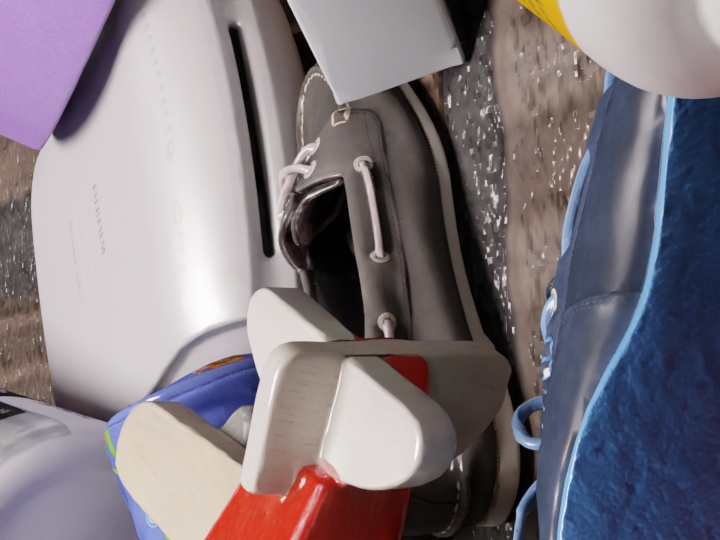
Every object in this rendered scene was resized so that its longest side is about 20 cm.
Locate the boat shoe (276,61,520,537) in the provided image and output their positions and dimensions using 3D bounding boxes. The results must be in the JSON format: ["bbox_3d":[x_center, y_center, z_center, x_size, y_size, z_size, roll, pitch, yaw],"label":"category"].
[{"bbox_3d":[0.000,0.000,0.905,0.067,0.057,0.200,112,149,-46],"label":"boat shoe"}]

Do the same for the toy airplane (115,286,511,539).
[{"bbox_3d":[-0.009,0.107,0.783,0.199,0.141,0.200,-27,50,39],"label":"toy airplane"}]

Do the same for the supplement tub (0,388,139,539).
[{"bbox_3d":[-0.157,0.103,1.043,0.200,0.122,0.123,12,102,53],"label":"supplement tub"}]

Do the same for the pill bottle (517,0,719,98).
[{"bbox_3d":[0.066,-0.109,0.624,0.200,0.113,0.113,43,131,37],"label":"pill bottle"}]

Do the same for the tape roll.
[{"bbox_3d":[-0.115,-0.151,1.068,0.200,0.066,0.200,-157,90,-81],"label":"tape roll"}]

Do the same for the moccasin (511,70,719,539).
[{"bbox_3d":[0.085,0.013,0.702,0.068,0.080,0.200,-174,99,-73],"label":"moccasin"}]

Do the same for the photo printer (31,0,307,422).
[{"bbox_3d":[-0.070,-0.015,1.052,0.200,0.069,0.166,128,136,-58],"label":"photo printer"}]

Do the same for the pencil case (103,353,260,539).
[{"bbox_3d":[-0.032,0.129,0.915,0.078,0.087,0.200,13,-118,-69],"label":"pencil case"}]

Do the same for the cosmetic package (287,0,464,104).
[{"bbox_3d":[-0.027,-0.177,0.888,0.151,0.052,0.200,59,-166,-57],"label":"cosmetic package"}]
